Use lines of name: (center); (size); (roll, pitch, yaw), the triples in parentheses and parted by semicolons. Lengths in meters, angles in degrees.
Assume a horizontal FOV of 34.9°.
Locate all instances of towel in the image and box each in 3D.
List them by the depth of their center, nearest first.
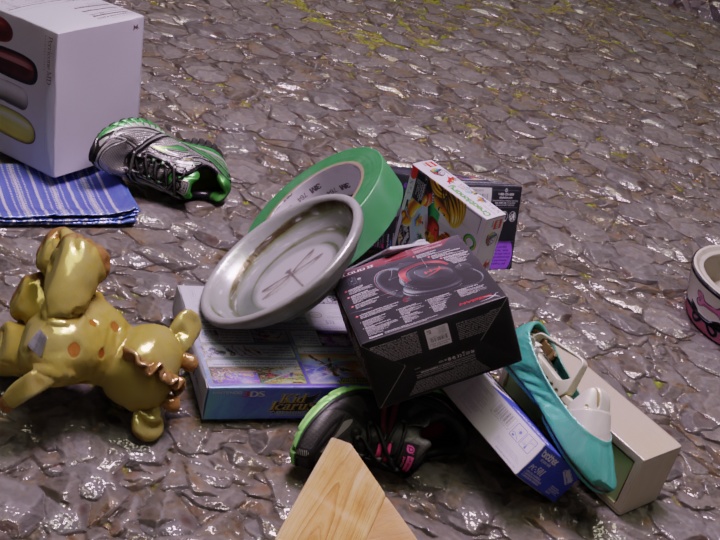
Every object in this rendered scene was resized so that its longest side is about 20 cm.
towel: (-0.384, -0.100, 1.411); (0.199, 0.024, 0.145); (-2, 33, -28)

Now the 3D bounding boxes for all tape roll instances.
tape roll: (-0.045, -0.062, 1.355); (0.048, 0.200, 0.201); (51, 17, -26)

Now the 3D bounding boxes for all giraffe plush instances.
giraffe plush: (-0.241, 0.070, 1.087); (0.162, 0.173, 0.200); (25, 12, -28)

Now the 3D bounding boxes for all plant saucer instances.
plant saucer: (-0.074, 0.001, 1.203); (0.200, 0.050, 0.200); (-27, 28, 16)

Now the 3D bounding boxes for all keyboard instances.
keyboard: (0.000, 0.000, 1.296); (0.056, 0.200, 0.011); (-16, 83, -36)

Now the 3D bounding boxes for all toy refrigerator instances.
toy refrigerator: (0.233, 0.160, 1.216); (0.070, 0.076, 0.200); (-10, 39, -38)

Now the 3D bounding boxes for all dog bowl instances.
dog bowl: (0.532, 0.047, 1.549); (0.199, 0.074, 0.200); (12, 31, -7)

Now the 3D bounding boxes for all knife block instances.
knife block: (-0.048, 0.237, 0.963); (0.175, 0.064, 0.200); (-3, 35, -31)

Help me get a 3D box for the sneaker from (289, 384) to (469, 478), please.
sneaker: (0.023, 0.159, 1.117); (0.199, 0.077, 0.084); (-6, 32, -31)

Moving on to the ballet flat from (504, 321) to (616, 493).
ballet flat: (0.207, 0.126, 1.147); (0.067, 0.070, 0.200); (15, 33, -45)

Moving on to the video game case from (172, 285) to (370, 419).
video game case: (-0.087, 0.086, 1.218); (0.199, 0.046, 0.181); (3, 31, -22)

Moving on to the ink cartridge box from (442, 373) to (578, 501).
ink cartridge box: (0.136, 0.144, 1.181); (0.094, 0.044, 0.200); (40, 7, -48)

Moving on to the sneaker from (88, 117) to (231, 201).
sneaker: (-0.250, -0.137, 1.464); (0.199, 0.078, 0.085); (7, 33, -35)

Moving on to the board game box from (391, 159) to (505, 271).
board game box: (0.087, -0.007, 1.301); (0.035, 0.201, 0.126); (-14, 40, -38)

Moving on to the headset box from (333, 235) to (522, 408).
headset box: (0.059, 0.042, 1.158); (0.148, 0.075, 0.200); (-18, 23, -5)

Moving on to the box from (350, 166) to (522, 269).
box: (0.086, -0.069, 1.426); (0.122, 0.107, 0.200); (-1, 11, -40)

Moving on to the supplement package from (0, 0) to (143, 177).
supplement package: (-0.403, -0.252, 1.469); (0.199, 0.192, 0.147); (24, 31, 28)
